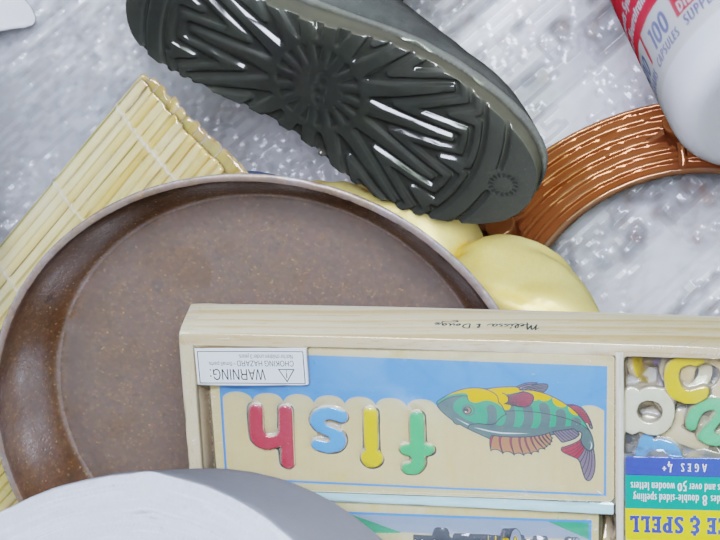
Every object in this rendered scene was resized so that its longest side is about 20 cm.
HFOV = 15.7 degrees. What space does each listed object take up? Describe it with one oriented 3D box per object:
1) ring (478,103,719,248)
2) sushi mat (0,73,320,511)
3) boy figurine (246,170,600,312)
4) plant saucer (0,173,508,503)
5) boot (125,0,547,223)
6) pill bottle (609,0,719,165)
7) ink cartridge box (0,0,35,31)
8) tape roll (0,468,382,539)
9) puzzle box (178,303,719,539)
[{"bbox_3d":[0.123,0.013,0.998,0.200,0.019,0.201,-8,57,13],"label":"ring"},{"bbox_3d":[-0.108,0.027,0.988,0.096,0.012,0.200,45,113,6],"label":"sushi mat"},{"bbox_3d":[0.000,0.000,0.990,0.199,0.064,0.125,7,77,19],"label":"boy figurine"},{"bbox_3d":[-0.033,0.051,0.946,0.200,0.035,0.201,3,115,7],"label":"plant saucer"},{"bbox_3d":[0.022,-0.124,1.004,0.182,0.073,0.200,33,42,4],"label":"boot"},{"bbox_3d":[0.137,-0.148,1.009,0.112,0.112,0.200,-19,59,-5],"label":"pill bottle"},{"bbox_3d":[-0.195,-0.189,1.024,0.068,0.116,0.200,-39,79,35],"label":"ink cartridge box"},{"bbox_3d":[-0.064,0.167,0.874,0.200,0.066,0.201,-2,86,24],"label":"tape roll"},{"bbox_3d":[0.038,0.078,0.916,0.199,0.025,0.133,1,116,9],"label":"puzzle box"}]
